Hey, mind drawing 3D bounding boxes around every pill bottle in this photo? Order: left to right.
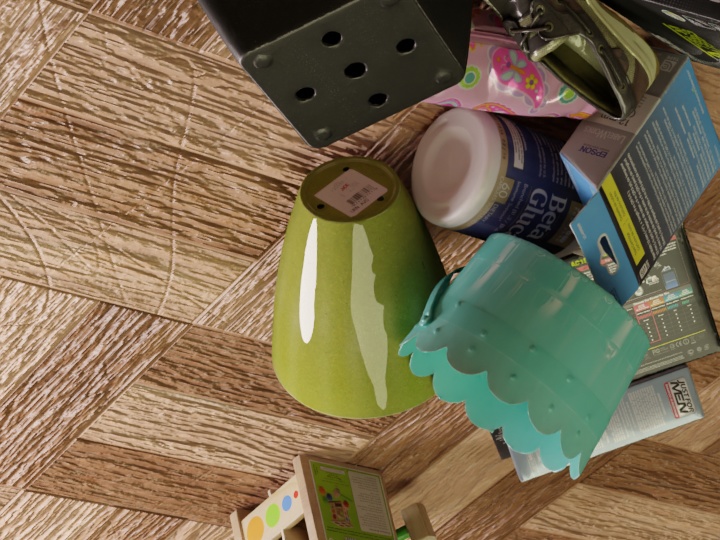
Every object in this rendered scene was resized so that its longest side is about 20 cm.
[{"bbox_3d":[0.153,-0.073,1.817,0.199,0.112,0.111,16,136,-37],"label":"pill bottle"}]

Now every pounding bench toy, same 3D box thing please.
[{"bbox_3d":[-0.029,0.322,2.297,0.199,0.125,0.156,16,136,-37],"label":"pounding bench toy"}]

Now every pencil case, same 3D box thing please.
[{"bbox_3d":[0.115,-0.179,1.675,0.199,0.088,0.088,7,141,-26],"label":"pencil case"}]

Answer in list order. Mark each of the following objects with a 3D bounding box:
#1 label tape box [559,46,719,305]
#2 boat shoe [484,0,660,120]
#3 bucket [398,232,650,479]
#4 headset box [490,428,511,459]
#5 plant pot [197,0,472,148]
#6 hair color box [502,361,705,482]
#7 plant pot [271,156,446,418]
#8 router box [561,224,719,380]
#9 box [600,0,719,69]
[{"bbox_3d":[0.238,-0.080,1.764,0.200,0.066,0.144,-52,139,-19],"label":"label tape box"},{"bbox_3d":[0.159,-0.199,1.612,0.200,0.066,0.072,37,144,-16],"label":"boat shoe"},{"bbox_3d":[0.148,0.072,1.751,0.135,0.206,0.207,-54,145,-11],"label":"bucket"},{"bbox_3d":[0.198,0.120,2.141,0.148,0.075,0.200,-19,145,5],"label":"headset box"},{"bbox_3d":[-0.022,-0.217,1.487,0.198,0.178,0.200,-24,144,13],"label":"plant pot"},{"bbox_3d":[0.245,0.146,2.033,0.199,0.099,0.061,-20,101,4],"label":"hair color box"},{"bbox_3d":[0.000,0.000,1.827,0.186,0.188,0.201,-11,132,-6],"label":"plant pot"},{"bbox_3d":[0.247,0.036,1.988,0.199,0.062,0.151,-19,109,5],"label":"router box"},{"bbox_3d":[0.295,-0.205,1.629,0.199,0.193,0.048,23,90,-43],"label":"box"}]
